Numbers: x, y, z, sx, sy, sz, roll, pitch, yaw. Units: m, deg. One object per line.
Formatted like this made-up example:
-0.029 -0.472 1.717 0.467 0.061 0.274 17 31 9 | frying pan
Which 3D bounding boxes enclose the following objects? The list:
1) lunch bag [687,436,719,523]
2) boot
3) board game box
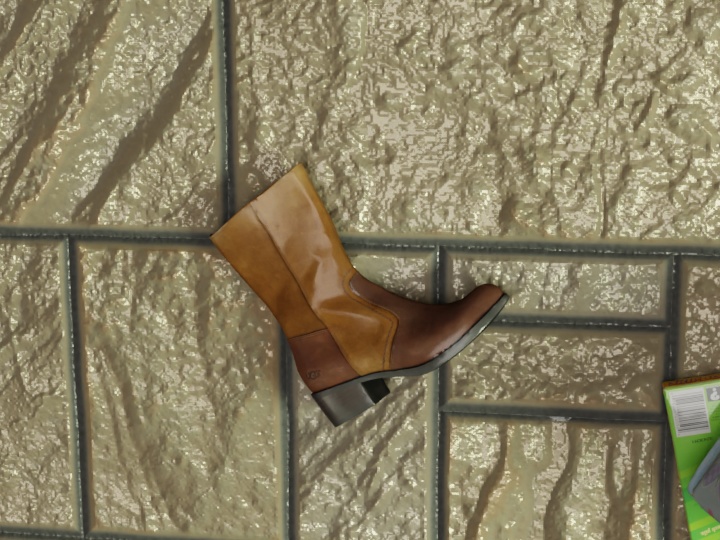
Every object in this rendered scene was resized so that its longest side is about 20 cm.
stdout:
0.366 0.134 1.139 0.127 0.170 0.200 30 92 -15 | lunch bag
0.000 0.000 1.257 0.188 0.068 0.200 -32 89 23 | boot
0.311 0.181 1.250 0.095 0.030 0.200 -10 98 11 | board game box
